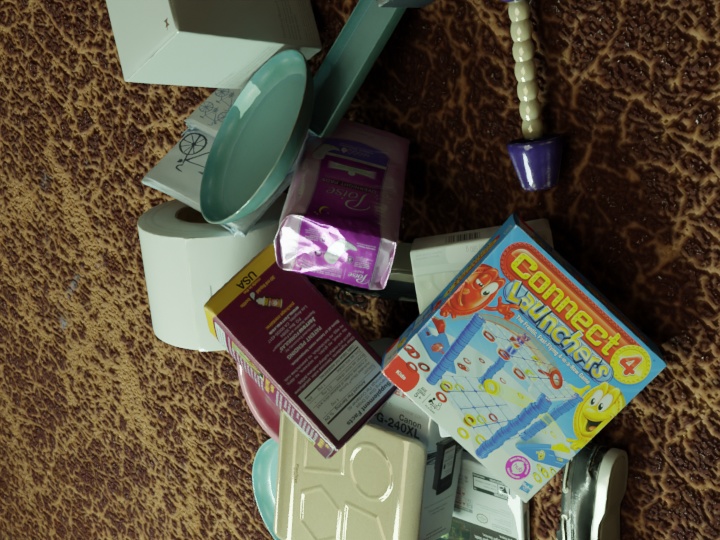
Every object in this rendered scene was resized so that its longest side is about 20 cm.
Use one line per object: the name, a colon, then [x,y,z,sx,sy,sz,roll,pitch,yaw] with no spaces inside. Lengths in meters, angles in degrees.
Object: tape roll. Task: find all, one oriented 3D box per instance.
tape roll: [-0.164,-0.007,1.208,0.201,0.202,0.141,12,115,38]

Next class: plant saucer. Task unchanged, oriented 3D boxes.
plant saucer: [-0.073,0.321,1.373,0.198,0.027,0.203,17,117,38]
plant saucer: [-0.002,-0.233,1.031,0.202,0.019,0.070,-58,40,6]
plant saucer: [-0.079,0.140,1.294,0.199,0.050,0.204,17,116,38]
plant saucer: [-0.107,-0.138,1.049,0.200,0.027,0.202,-39,37,37]

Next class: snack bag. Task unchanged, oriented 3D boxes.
snack bag: [-0.143,-0.144,1.159,0.187,0.201,0.022,27,156,31]

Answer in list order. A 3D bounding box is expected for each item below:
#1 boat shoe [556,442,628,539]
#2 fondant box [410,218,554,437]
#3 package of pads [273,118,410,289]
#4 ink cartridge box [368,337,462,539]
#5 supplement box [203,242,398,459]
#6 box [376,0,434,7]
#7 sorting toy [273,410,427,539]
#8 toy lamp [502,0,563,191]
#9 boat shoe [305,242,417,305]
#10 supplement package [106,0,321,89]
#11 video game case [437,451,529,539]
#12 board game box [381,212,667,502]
boat shoe: [0.236,0.275,1.045,0.060,0.073,0.203,16,113,37]
fondant box: [0.137,0.059,1.015,0.142,0.058,0.203,-9,103,8]
package of pads: [-0.015,-0.078,1.032,0.118,0.201,0.076,12,131,-2]
ink cartridge box: [0.042,0.198,1.158,0.144,0.083,0.203,18,107,38]
supplement box: [-0.063,0.089,1.045,0.200,0.103,0.131,47,165,6]
box: [0.074,-0.372,0.898,0.180,0.104,0.203,-19,93,31]
sorting toy: [-0.013,0.255,1.140,0.198,0.036,0.188,13,105,35]
toy lamp: [0.162,-0.179,0.950,0.058,0.058,0.203,3,108,41]
boat shoe: [0.000,0.000,1.120,0.196,0.075,0.063,4,131,4]
supplement package: [-0.161,-0.279,1.091,0.116,0.198,0.119,-24,77,44]
video game case: [0.117,0.302,1.199,0.198,0.023,0.185,10,112,39]
board game box: [0.156,0.086,0.961,0.199,0.056,0.196,41,105,-4]
